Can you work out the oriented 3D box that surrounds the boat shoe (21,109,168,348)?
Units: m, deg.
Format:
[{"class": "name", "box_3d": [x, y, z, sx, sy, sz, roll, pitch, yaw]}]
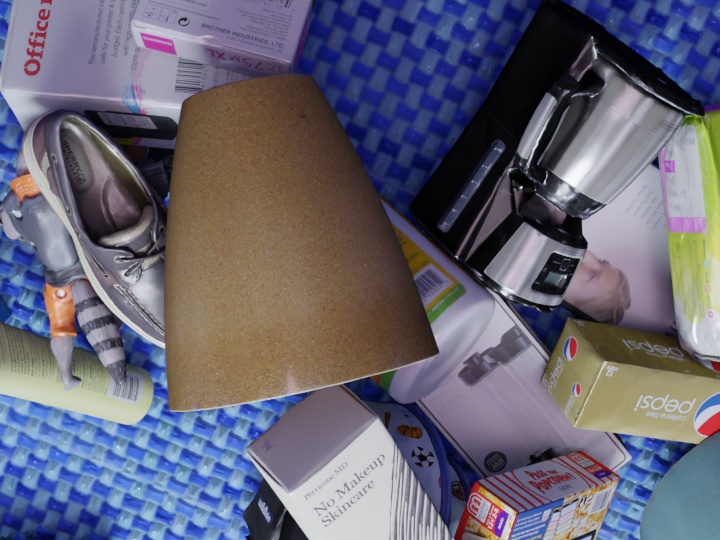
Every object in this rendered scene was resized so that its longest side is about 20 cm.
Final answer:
[{"class": "boat shoe", "box_3d": [-0.167, -0.026, 0.826, 0.072, 0.065, 0.201, -35, 103, -18]}]

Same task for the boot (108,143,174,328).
[{"class": "boot", "box_3d": [-0.221, -0.045, 0.974, 0.096, 0.075, 0.201, 21, 103, 14]}]

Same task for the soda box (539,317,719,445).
[{"class": "soda box", "box_3d": [0.252, 0.096, 0.958, 0.199, 0.068, 0.064, 10, 114, -24]}]

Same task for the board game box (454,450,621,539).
[{"class": "board game box", "box_3d": [0.121, 0.253, 0.938, 0.046, 0.151, 0.201, 31, 112, 37]}]

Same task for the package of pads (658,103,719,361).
[{"class": "package of pads", "box_3d": [0.320, -0.037, 0.934, 0.153, 0.068, 0.202, -11, 98, -19]}]

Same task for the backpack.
[{"class": "backpack", "box_3d": [0.009, 0.204, 0.963, 0.153, 0.200, 0.192, -1, 114, -27]}]

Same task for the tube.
[{"class": "tube", "box_3d": [-0.257, 0.080, 0.944, 0.200, 0.058, 0.052, 26, 81, -48]}]

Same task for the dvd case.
[{"class": "dvd case", "box_3d": [0.235, -0.014, 0.995, 0.199, 0.018, 0.143, 31, 101, -7]}]

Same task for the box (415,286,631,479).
[{"class": "box", "box_3d": [0.124, 0.113, 1.004, 0.116, 0.060, 0.200, -38, 100, 8]}]

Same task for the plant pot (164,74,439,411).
[{"class": "plant pot", "box_3d": [-0.056, -0.023, 0.789, 0.185, 0.186, 0.202, -11, 88, 3]}]

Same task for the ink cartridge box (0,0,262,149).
[{"class": "ink cartridge box", "box_3d": [-0.159, -0.176, 0.896, 0.198, 0.083, 0.147, 5, 73, 0]}]

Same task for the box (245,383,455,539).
[{"class": "box", "box_3d": [0.008, 0.175, 0.806, 0.082, 0.068, 0.201, -40, 125, -12]}]

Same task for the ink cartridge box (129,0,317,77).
[{"class": "ink cartridge box", "box_3d": [-0.080, -0.242, 0.857, 0.118, 0.042, 0.201, 15, 73, 2]}]

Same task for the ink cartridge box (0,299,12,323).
[{"class": "ink cartridge box", "box_3d": [-0.388, 0.046, 0.917, 0.128, 0.200, 0.126, -31, 102, 7]}]

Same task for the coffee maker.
[{"class": "coffee maker", "box_3d": [0.139, -0.098, 0.916, 0.134, 0.192, 0.201, 24, 113, -28]}]

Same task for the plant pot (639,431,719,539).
[{"class": "plant pot", "box_3d": [0.350, 0.235, 0.957, 0.199, 0.135, 0.201, -8, 126, -12]}]

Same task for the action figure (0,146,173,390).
[{"class": "action figure", "box_3d": [-0.191, -0.023, 0.882, 0.199, 0.105, 0.194, -21, 105, 13]}]

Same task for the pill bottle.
[{"class": "pill bottle", "box_3d": [0.000, 0.000, 0.925, 0.200, 0.111, 0.111, 42, 101, 18]}]
